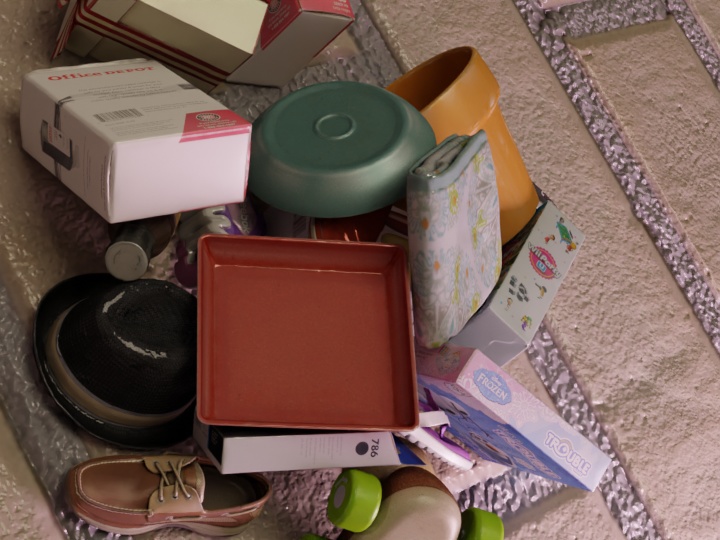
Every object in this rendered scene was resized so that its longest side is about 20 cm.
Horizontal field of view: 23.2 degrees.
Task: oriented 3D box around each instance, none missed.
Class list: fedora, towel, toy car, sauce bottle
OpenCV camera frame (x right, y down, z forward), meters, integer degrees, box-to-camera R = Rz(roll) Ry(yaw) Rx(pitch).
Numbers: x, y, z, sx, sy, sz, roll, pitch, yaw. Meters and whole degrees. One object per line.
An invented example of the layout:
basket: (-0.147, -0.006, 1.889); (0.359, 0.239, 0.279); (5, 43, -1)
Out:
fedora: (-0.196, 0.067, 1.605); (0.200, 0.092, 0.201); (21, 51, -29)
towel: (0.093, -0.036, 1.706); (0.200, 0.048, 0.172); (-41, 129, -63)
toy car: (0.020, 0.224, 1.685); (0.164, 0.158, 0.200); (21, 24, -23)
sauce bottle: (-0.204, -0.051, 1.652); (0.065, 0.065, 0.200); (40, 21, -13)

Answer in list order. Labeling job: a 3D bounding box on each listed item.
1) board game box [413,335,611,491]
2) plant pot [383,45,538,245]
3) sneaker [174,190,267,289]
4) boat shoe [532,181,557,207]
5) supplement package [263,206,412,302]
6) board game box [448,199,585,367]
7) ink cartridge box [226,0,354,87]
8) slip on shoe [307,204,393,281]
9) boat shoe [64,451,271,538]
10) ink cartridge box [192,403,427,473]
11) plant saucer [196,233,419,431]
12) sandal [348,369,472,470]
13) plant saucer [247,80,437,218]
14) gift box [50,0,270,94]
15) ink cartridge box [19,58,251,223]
board game box: (0.119, 0.137, 1.742); (0.200, 0.199, 0.043); (39, 75, -25)
plant pot: (0.094, -0.112, 1.915); (0.183, 0.200, 0.200); (53, 41, -17)
sneaker: (-0.136, -0.063, 1.764); (0.088, 0.080, 0.201); (21, 55, -38)
boat shoe: (0.167, -0.101, 2.055); (0.200, 0.070, 0.066); (38, 27, -11)
supplement package: (0.000, 0.000, 1.807); (0.200, 0.109, 0.114); (21, 51, -29)
board game box: (0.148, 0.034, 1.885); (0.064, 0.147, 0.200); (42, 43, -8)
ink cartridge box: (-0.103, -0.324, 1.909); (0.083, 0.146, 0.201); (2, 62, -41)
slip on shoe: (0.001, -0.066, 1.726); (0.074, 0.061, 0.200); (38, 45, -17)
boat shoe: (-0.168, 0.192, 1.561); (0.199, 0.072, 0.076); (7, 58, -37)
ink cartridge box: (-0.045, 0.150, 1.603); (0.199, 0.099, 0.039); (1, 103, -22)
plant saucer: (-0.052, 0.063, 1.598); (0.199, 0.037, 0.201); (3, 57, -10)
sandal: (0.053, 0.136, 1.676); (0.203, 0.050, 0.082); (37, -1, -43)
plant saucer: (-0.024, -0.131, 1.729); (0.199, 0.036, 0.200); (-3, 44, 3)
gift box: (-0.206, -0.284, 1.766); (0.186, 0.200, 0.185); (25, 61, -21)
ink cartridge box: (-0.213, -0.125, 1.636); (0.145, 0.085, 0.200); (-11, 31, -32)
